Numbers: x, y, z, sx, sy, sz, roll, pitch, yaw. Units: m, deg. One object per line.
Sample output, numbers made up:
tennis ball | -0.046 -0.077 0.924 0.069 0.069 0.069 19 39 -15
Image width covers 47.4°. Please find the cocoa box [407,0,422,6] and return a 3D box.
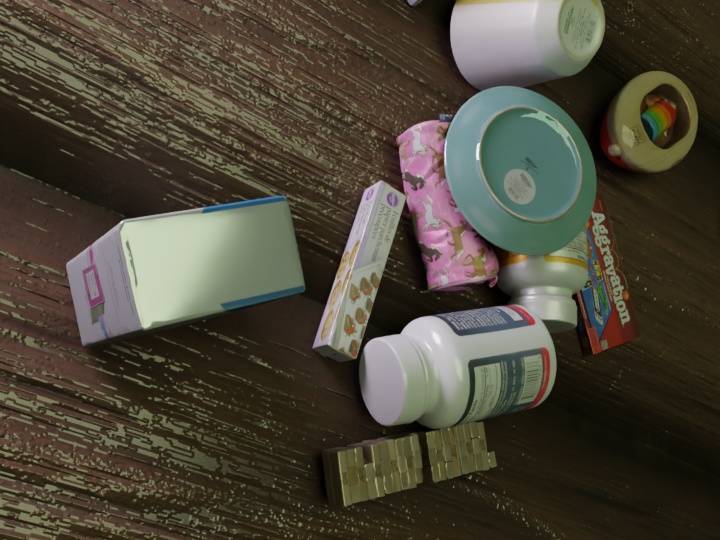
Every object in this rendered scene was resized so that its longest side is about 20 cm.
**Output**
cocoa box | 0.117 -0.453 1.013 0.134 0.131 0.200 51 59 -12

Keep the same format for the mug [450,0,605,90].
mug | 0.205 -0.310 0.993 0.149 0.152 0.188 -36 117 -23

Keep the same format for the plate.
plate | 0.189 -0.118 0.930 0.197 0.026 0.204 5 76 -19

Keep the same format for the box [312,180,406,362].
box | 0.000 0.000 0.898 0.038 0.041 0.203 28 67 -23

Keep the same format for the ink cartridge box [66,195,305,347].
ink cartridge box | -0.158 0.005 0.708 0.143 0.199 0.086 -13 90 -32

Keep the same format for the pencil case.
pencil case | 0.102 -0.074 0.951 0.082 0.086 0.203 -5 82 -50

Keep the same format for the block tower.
block tower | 0.051 0.202 0.876 0.197 0.054 0.059 -3 81 -32

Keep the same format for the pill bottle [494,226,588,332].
pill bottle | 0.218 -0.031 0.995 0.111 0.112 0.203 10 74 -29

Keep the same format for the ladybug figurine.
ladybug figurine | 0.405 -0.206 1.170 0.199 0.072 0.137 -29 96 -33

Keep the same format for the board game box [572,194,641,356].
board game box | 0.314 0.003 1.101 0.102 0.019 0.203 -13 86 -34

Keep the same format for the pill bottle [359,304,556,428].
pill bottle | 0.103 0.106 0.891 0.197 0.119 0.122 -5 82 -32
